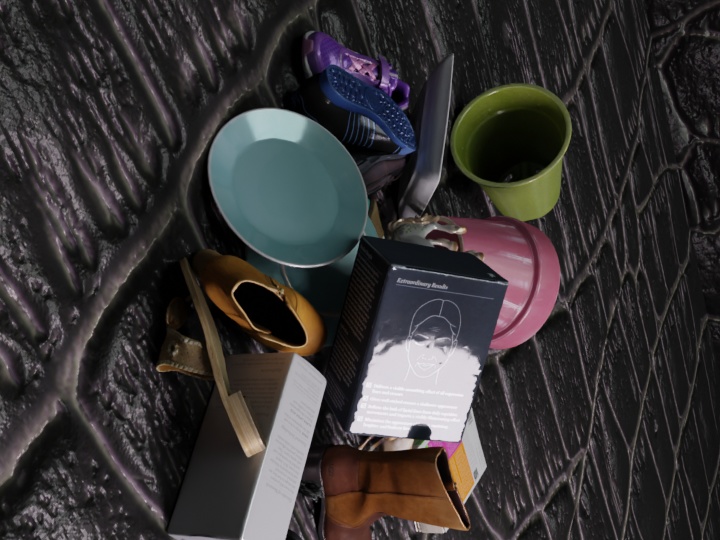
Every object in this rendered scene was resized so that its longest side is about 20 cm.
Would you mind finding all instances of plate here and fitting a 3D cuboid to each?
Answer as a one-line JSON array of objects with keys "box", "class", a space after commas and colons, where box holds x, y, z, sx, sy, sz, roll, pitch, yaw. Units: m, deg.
[{"box": [0.087, -0.176, 1.314, 0.200, 0.032, 0.202, 116, -17, -68], "class": "plate"}, {"box": [-0.044, -0.013, 1.092, 0.199, 0.025, 0.202, 8, 76, -37], "class": "plate"}, {"box": [-0.082, -0.092, 1.046, 0.199, 0.026, 0.202, 13, 60, -25], "class": "plate"}]

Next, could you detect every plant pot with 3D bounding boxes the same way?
[{"box": [0.165, 0.004, 1.369, 0.178, 0.199, 0.202, 17, 71, -40], "class": "plant pot"}, {"box": [0.272, -0.182, 1.584, 0.190, 0.198, 0.202, 53, 42, -58], "class": "plant pot"}]

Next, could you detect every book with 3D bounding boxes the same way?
[{"box": [0.131, 0.284, 1.397, 0.200, 0.048, 0.135, -32, 111, -57], "class": "book"}]

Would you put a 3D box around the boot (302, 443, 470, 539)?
[{"box": [0.042, 0.285, 1.097, 0.068, 0.198, 0.190, -37, 117, -54], "class": "boot"}]

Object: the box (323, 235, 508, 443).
[{"box": [0.057, 0.079, 1.049, 0.147, 0.107, 0.202, 9, 106, -21], "class": "box"}]

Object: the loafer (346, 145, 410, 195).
[{"box": [0.004, -0.129, 1.234, 0.200, 0.071, 0.064, -29, 129, -56], "class": "loafer"}]

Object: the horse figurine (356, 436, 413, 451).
[{"box": [0.034, 0.222, 1.195, 0.132, 0.050, 0.201, -42, 147, -31], "class": "horse figurine"}]

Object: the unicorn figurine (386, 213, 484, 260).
[{"box": [0.089, -0.020, 1.199, 0.136, 0.200, 0.075, 2, 105, -22], "class": "unicorn figurine"}]

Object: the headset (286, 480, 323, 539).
[{"box": [-0.091, 0.314, 0.977, 0.123, 0.093, 0.202, 10, 88, -58], "class": "headset"}]

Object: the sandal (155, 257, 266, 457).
[{"box": [-0.165, 0.091, 0.905, 0.078, 0.069, 0.213, 84, -19, -72], "class": "sandal"}]

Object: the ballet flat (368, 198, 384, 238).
[{"box": [0.000, 0.000, 1.184, 0.072, 0.068, 0.201, 31, 54, -13], "class": "ballet flat"}]

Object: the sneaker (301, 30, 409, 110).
[{"box": [0.000, -0.256, 1.213, 0.200, 0.088, 0.081, 28, 63, -53], "class": "sneaker"}]

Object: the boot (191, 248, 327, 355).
[{"box": [-0.083, 0.054, 0.955, 0.201, 0.144, 0.071, 39, 87, -34], "class": "boot"}]

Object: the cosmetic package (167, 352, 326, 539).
[{"box": [-0.113, 0.188, 0.952, 0.074, 0.101, 0.202, 45, 50, -44], "class": "cosmetic package"}]

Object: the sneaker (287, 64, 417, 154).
[{"box": [-0.008, -0.193, 1.184, 0.199, 0.078, 0.071, 27, 47, -46], "class": "sneaker"}]
